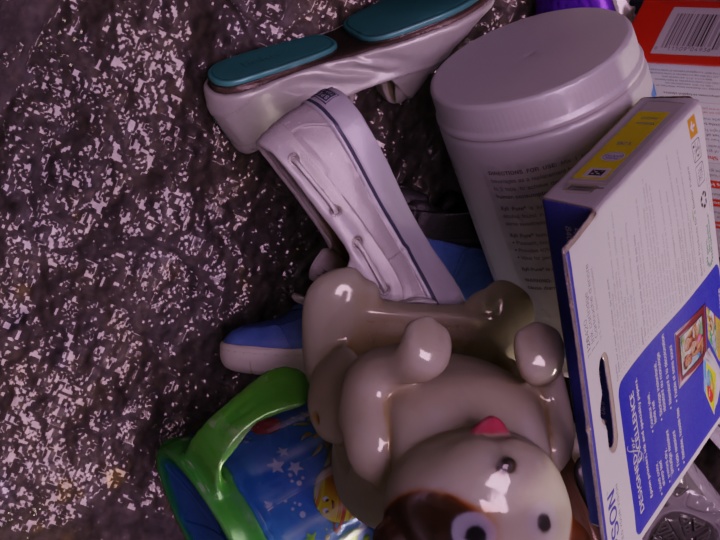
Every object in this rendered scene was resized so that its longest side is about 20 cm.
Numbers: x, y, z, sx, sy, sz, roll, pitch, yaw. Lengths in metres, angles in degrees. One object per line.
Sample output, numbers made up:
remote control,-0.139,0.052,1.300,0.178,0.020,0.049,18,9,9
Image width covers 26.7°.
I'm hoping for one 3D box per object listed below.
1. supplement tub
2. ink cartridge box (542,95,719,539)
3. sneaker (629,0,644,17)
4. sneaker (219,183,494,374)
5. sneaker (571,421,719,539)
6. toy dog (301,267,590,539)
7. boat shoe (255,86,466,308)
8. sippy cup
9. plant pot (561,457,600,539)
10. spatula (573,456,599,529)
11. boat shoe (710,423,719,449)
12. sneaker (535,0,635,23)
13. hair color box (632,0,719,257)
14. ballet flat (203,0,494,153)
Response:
supplement tub,0.133,-0.046,0.942,0.132,0.132,0.200,-30,119,-16
ink cartridge box,0.144,0.033,0.819,0.200,0.047,0.198,-39,126,-47
sneaker,0.252,-0.178,1.013,0.077,0.146,0.202,-48,112,-29
sneaker,0.000,0.000,0.976,0.200,0.077,0.111,-10,99,-19
sneaker,0.207,0.133,1.070,0.078,0.099,0.200,-19,130,17
toy dog,0.040,0.106,0.795,0.139,0.200,0.194,14,106,-19
boat shoe,-0.003,0.000,0.893,0.086,0.075,0.202,-32,108,-14
sippy cup,-0.039,0.139,0.945,0.130,0.178,0.140,-29,83,-19
plant pot,0.119,0.212,1.011,0.093,0.201,0.201,-17,104,19
spatula,0.187,0.195,1.035,0.200,0.021,0.057,55,51,-30
boat shoe,0.253,0.074,1.044,0.200,0.068,0.072,48,42,0
sneaker,0.136,-0.122,1.021,0.099,0.070,0.200,-20,102,-16
hair color box,0.250,-0.087,0.997,0.061,0.101,0.200,-59,138,-25
ballet flat,-0.004,-0.129,0.976,0.200,0.069,0.070,-22,103,-13
